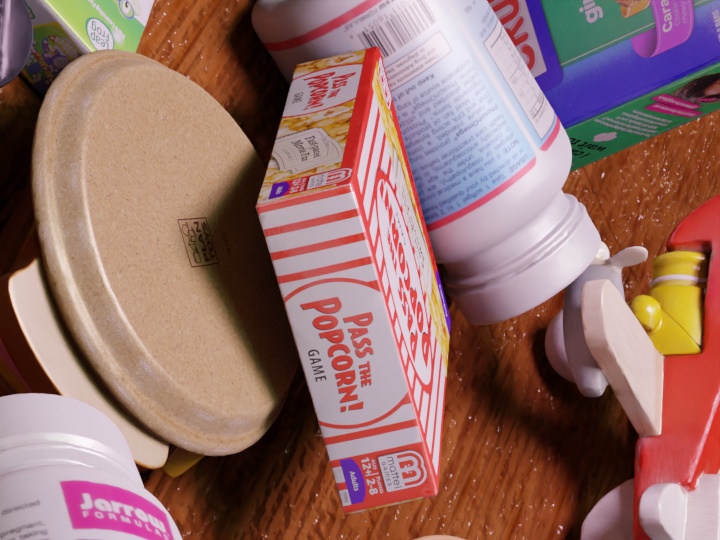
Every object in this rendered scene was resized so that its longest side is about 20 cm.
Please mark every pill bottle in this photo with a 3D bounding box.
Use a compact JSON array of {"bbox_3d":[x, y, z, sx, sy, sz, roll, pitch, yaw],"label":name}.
[{"bbox_3d":[-0.110,0.145,1.072,0.113,0.113,0.200,37,19,-39],"label":"pill bottle"},{"bbox_3d":[0.038,-0.076,1.473,0.200,0.108,0.109,58,34,-16],"label":"pill bottle"}]

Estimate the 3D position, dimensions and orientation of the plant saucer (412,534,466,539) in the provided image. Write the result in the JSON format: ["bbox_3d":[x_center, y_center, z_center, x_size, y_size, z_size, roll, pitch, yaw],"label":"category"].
[{"bbox_3d":[0.047,0.227,1.376,0.200,0.037,0.201,31,49,-43],"label":"plant saucer"}]

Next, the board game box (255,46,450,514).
[{"bbox_3d":[0.000,0.000,1.339,0.200,0.046,0.152,-81,157,-68],"label":"board game box"}]

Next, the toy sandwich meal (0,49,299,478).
[{"bbox_3d":[-0.099,0.002,1.268,0.205,0.070,0.206,38,42,-44],"label":"toy sandwich meal"}]

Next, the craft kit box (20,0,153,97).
[{"bbox_3d":[-0.159,-0.206,1.324,0.200,0.048,0.198,48,35,-28],"label":"craft kit box"}]

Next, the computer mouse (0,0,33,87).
[{"bbox_3d":[-0.217,-0.112,1.201,0.200,0.034,0.059,14,77,-46],"label":"computer mouse"}]

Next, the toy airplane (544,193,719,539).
[{"bbox_3d":[0.159,0.065,1.560,0.199,0.141,0.201,-32,132,-51],"label":"toy airplane"}]

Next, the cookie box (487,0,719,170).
[{"bbox_3d":[0.135,-0.158,1.564,0.075,0.200,0.172,14,60,-50],"label":"cookie box"}]
